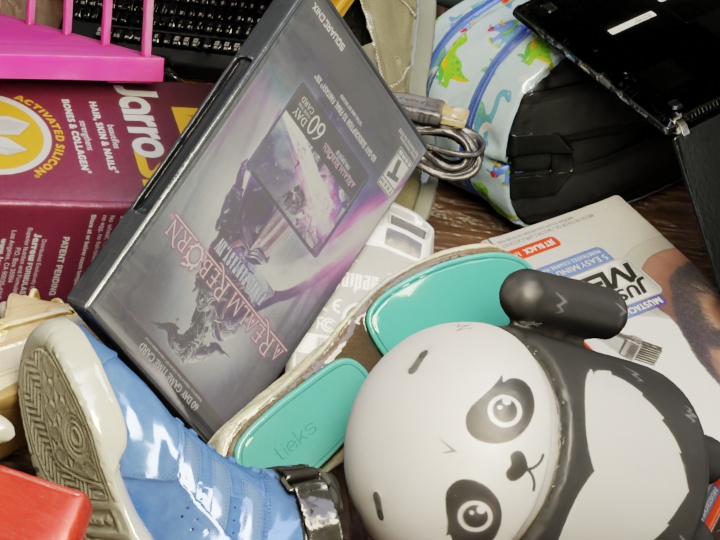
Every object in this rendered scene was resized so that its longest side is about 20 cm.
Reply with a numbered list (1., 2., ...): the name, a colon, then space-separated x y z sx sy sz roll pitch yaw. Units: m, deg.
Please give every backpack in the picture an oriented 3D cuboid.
1. backpack: 0.126 -0.105 1.561 0.154 0.163 0.200 27 45 25

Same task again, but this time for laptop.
1. laptop: 0.208 -0.085 1.487 0.177 0.103 0.200 -26 50 -30

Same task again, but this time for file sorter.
1. file sorter: -0.208 -0.176 1.444 0.139 0.126 0.200 -2 12 -33

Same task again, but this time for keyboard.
1. keyboard: -0.107 -0.136 1.491 0.200 0.104 0.040 10 -8 46

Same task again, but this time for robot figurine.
1. robot figurine: 0.086 0.094 1.289 0.200 0.125 0.150 16 43 -40

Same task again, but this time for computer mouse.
1. computer mouse: 0.000 0.000 1.411 0.109 0.044 0.200 11 72 -3

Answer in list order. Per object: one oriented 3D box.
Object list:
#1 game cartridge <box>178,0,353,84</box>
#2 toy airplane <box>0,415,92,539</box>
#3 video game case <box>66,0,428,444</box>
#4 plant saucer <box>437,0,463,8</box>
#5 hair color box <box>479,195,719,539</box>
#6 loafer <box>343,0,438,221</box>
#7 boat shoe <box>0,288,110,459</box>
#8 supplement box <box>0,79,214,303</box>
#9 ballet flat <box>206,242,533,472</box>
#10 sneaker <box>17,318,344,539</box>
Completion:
1. game cartridge: -0.085 -0.175 1.533 0.032 0.176 0.200 15 32 -43
2. toy airplane: -0.224 0.122 1.168 0.200 0.141 0.199 -39 46 -7
3. video game case: -0.050 -0.025 1.326 0.019 0.143 0.200 18 67 37
4. plant saucer: 0.019 -0.242 1.579 0.039 0.201 0.201 -25 54 -28
5. hair color box: 0.157 0.053 1.442 0.111 0.064 0.200 -19 53 -39
6. loafer: -0.004 -0.086 1.495 0.070 0.075 0.200 21 55 -31
7. boat shoe: -0.160 0.043 1.316 0.200 0.074 0.069 -19 57 -37
8. supplement box: -0.166 -0.037 1.401 0.200 0.086 0.110 1 41 -21
9. ballet flat: 0.000 0.048 1.340 0.200 0.062 0.068 -33 98 -20
10. sneaker: -0.073 0.102 1.251 0.111 0.077 0.200 -19 70 -35
